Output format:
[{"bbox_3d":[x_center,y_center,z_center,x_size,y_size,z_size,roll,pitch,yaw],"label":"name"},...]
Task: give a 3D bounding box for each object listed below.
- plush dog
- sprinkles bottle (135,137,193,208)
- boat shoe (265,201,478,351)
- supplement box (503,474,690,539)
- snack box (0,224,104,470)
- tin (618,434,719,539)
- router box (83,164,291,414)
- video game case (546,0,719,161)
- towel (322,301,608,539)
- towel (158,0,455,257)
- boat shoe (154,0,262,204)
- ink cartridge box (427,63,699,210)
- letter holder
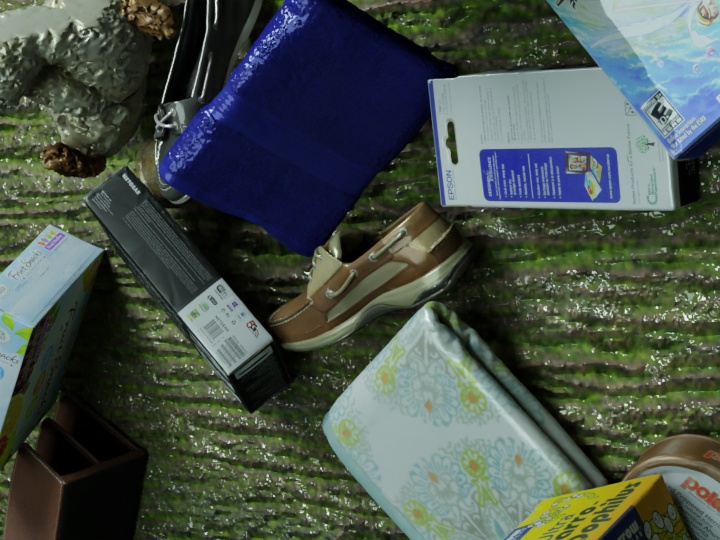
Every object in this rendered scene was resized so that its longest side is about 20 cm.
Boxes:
[{"bbox_3d":[-0.228,-0.175,1.317,0.160,0.200,0.172,11,143,6],"label":"plush dog"},{"bbox_3d":[-0.106,-0.109,1.276,0.200,0.068,0.068,-21,89,45],"label":"sprinkles bottle"},{"bbox_3d":[0.000,0.000,1.199,0.200,0.076,0.074,-26,106,36],"label":"boat shoe"},{"bbox_3d":[0.179,0.258,1.039,0.109,0.109,0.200,-22,96,40],"label":"supplement box"},{"bbox_3d":[-0.327,0.081,1.462,0.068,0.169,0.200,25,118,2],"label":"snack box"},{"bbox_3d":[0.215,0.203,1.085,0.112,0.042,0.200,37,126,14],"label":"tin"},{"bbox_3d":[-0.144,0.019,1.300,0.200,0.051,0.149,49,171,15],"label":"router box"},{"bbox_3d":[0.214,-0.200,0.937,0.200,0.045,0.181,-45,71,29],"label":"video game case"},{"bbox_3d":[0.077,0.142,1.180,0.200,0.048,0.171,48,129,8],"label":"towel"},{"bbox_3d":[-0.041,-0.115,1.160,0.200,0.148,0.050,-48,28,27],"label":"towel"},{"bbox_3d":[-0.137,-0.154,1.234,0.067,0.057,0.200,0,69,52],"label":"boat shoe"},{"bbox_3d":[0.139,-0.094,1.073,0.200,0.039,0.100,4,106,41],"label":"ink cartridge box"},{"bbox_3d":[-0.313,0.243,1.561,0.142,0.101,0.200,34,124,33],"label":"letter holder"}]
